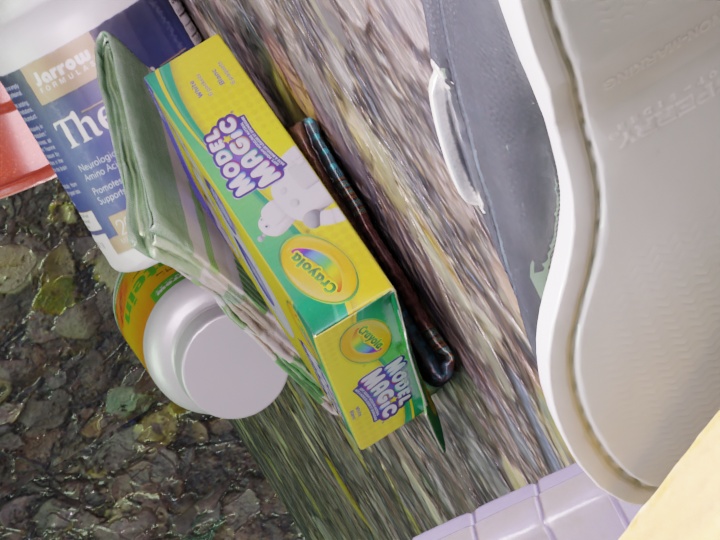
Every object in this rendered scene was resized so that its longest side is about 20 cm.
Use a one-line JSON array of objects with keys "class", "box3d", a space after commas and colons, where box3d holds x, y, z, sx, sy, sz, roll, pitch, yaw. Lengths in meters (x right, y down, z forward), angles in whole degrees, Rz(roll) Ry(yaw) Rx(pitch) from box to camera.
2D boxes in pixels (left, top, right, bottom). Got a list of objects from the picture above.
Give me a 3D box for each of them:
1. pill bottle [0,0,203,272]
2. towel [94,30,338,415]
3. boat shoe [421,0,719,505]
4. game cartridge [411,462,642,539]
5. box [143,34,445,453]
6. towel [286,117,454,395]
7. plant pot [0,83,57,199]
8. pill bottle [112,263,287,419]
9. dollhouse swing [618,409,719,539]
[{"class": "pill bottle", "box3d": [-0.140, -0.109, 1.558, 0.200, 0.111, 0.111, 60, 174, -11]}, {"class": "towel", "box3d": [-0.067, -0.019, 1.448, 0.200, 0.023, 0.153, 41, -156, -43]}, {"class": "boat shoe", "box3d": [0.054, -0.033, 0.587, 0.060, 0.075, 0.200, 52, 159, 44]}, {"class": "game cartridge", "box3d": [0.093, 0.146, 0.835, 0.200, 0.129, 0.038, 62, -167, -22]}, {"class": "box", "box3d": [-0.027, -0.004, 1.299, 0.200, 0.048, 0.117, 53, 171, 32]}, {"class": "towel", "box3d": [0.000, 0.000, 1.391, 0.147, 0.022, 0.200, 59, 173, 3]}, {"class": "plant pot", "box3d": [-0.230, -0.160, 1.743, 0.201, 0.200, 0.196, -149, 37, -77]}, {"class": "pill bottle", "box3d": [-0.117, 0.045, 2.104, 0.111, 0.111, 0.200, 61, 173, -20]}, {"class": "dollhouse swing", "box3d": [0.167, 0.135, 0.641, 0.200, 0.176, 0.182, 56, 132, 29]}]
